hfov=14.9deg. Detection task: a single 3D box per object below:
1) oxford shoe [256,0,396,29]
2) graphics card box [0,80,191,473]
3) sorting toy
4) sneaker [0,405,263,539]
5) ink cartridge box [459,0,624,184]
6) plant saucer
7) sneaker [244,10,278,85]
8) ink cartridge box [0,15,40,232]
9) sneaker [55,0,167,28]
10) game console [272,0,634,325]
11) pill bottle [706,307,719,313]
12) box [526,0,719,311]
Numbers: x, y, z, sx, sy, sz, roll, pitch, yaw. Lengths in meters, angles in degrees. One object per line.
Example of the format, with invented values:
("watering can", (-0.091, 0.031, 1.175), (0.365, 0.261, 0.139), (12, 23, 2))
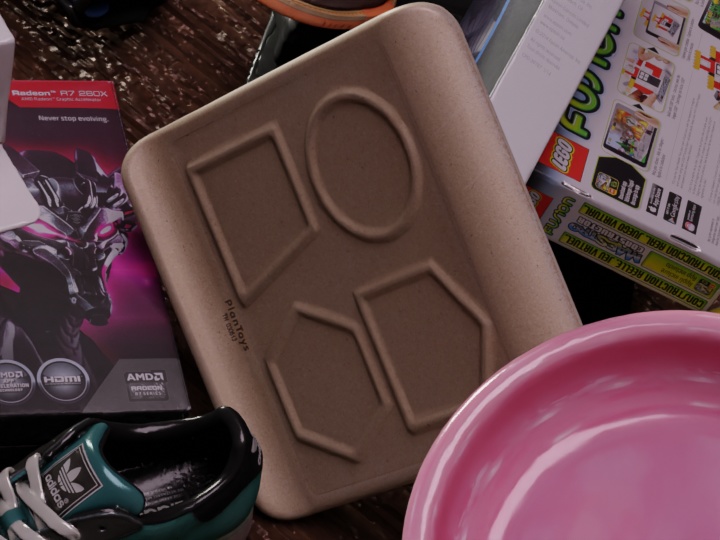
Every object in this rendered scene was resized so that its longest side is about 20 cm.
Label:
("oxford shoe", (0.005, -0.168, 1.279), (0.071, 0.073, 0.200), (31, 33, 12))
("graphics card box", (-0.159, -0.001, 1.259), (0.125, 0.051, 0.200), (0, 53, -21))
("sorting toy", (0.000, 0.000, 1.175), (0.036, 0.200, 0.186), (-22, 90, -48))
("sneaker", (-0.135, 0.104, 1.164), (0.200, 0.080, 0.071), (-19, 59, -22))
("ink cartridge box", (0.072, -0.100, 1.229), (0.039, 0.099, 0.200), (36, 69, -15))
("plant saucer", (0.117, 0.112, 1.047), (0.200, 0.051, 0.201), (-5, 59, 9))
("sneaker", (0.003, -0.104, 1.376), (0.104, 0.060, 0.200), (13, 48, 2))
("ink cartridge box", (-0.213, -0.097, 1.089), (0.116, 0.068, 0.200), (-18, 58, -25))
("sneaker", (-0.163, -0.182, 1.342), (0.200, 0.073, 0.112), (17, 38, -44))
("game console", (0.037, -0.068, 1.331), (0.199, 0.117, 0.176), (11, 33, -20))
("pill bottle", (0.137, 0.083, 1.223), (0.200, 0.112, 0.112), (-17, 58, -25))
("box", (0.136, -0.080, 1.280), (0.110, 0.035, 0.200), (26, 46, -6))
